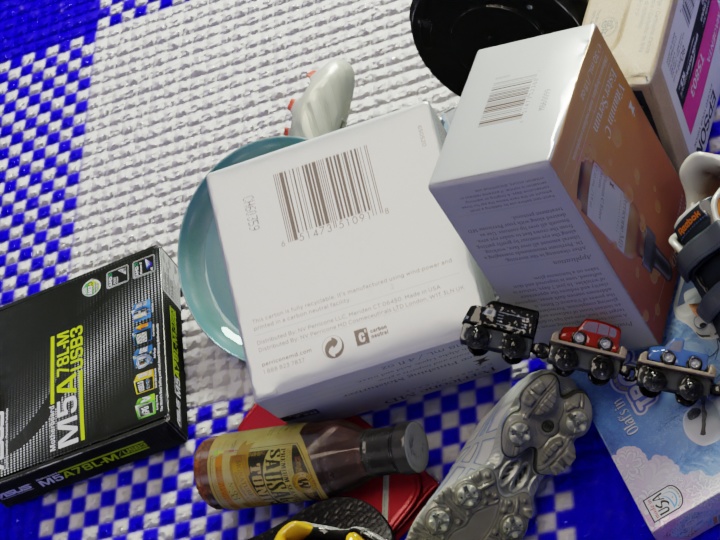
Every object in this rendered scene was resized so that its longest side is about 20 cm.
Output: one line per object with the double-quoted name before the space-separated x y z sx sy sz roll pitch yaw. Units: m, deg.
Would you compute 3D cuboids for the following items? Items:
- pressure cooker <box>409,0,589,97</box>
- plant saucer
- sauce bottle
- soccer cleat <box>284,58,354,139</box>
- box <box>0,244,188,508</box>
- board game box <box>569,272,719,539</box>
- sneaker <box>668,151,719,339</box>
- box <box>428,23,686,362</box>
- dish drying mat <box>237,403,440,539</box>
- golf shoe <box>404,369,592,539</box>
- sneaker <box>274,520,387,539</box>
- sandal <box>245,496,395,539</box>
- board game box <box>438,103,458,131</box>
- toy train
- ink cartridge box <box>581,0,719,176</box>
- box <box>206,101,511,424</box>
"pressure cooker" 0.149 -0.256 1.581 0.177 0.177 0.201 4 50 24
"plant saucer" -0.067 -0.016 1.613 0.198 0.027 0.203 -2 84 22
"sauce bottle" -0.040 0.152 1.478 0.198 0.066 0.067 -13 52 31
"soccer cleat" -0.040 -0.091 1.660 0.077 0.069 0.202 24 90 27
"box" -0.252 0.094 1.674 0.191 0.048 0.202 -19 51 14
"board game box" 0.269 0.081 1.391 0.198 0.043 0.201 -32 48 7
"sneaker" 0.272 -0.002 1.355 0.078 0.079 0.202 -47 31 39
"box" 0.158 -0.056 1.396 0.105 0.201 0.153 -10 43 33
"dish drying mat" -0.021 0.153 1.522 0.077 0.018 0.199 -48 49 -7
"golf shoe" 0.102 0.162 1.427 0.200 0.078 0.097 -50 11 4
"sneaker" 0.016 0.235 1.334 0.198 0.082 0.078 9 59 31
"sandal" -0.052 0.236 1.470 0.198 0.045 0.076 -22 45 27
"board game box" 0.091 -0.074 1.611 0.199 0.026 0.201 -28 49 10
"toy train" 0.172 0.059 1.364 0.198 0.034 0.046 13 77 7
"ink cartridge box" 0.244 -0.184 1.509 0.074 0.165 0.202 4 61 27
"box" 0.000 0.000 1.491 0.197 0.131 0.202 -18 72 9
